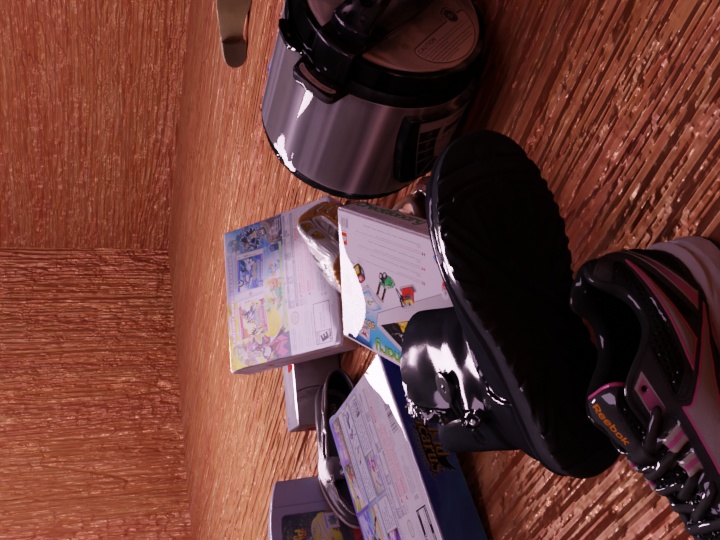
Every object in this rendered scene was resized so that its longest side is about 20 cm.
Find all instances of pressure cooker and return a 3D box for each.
[{"bbox_3d":[0.009,-0.180,0.638,0.201,0.177,0.177,117,150,-53],"label":"pressure cooker"}]

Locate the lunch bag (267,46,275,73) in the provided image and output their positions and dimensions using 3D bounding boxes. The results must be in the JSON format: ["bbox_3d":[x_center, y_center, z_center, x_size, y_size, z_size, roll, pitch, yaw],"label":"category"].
[{"bbox_3d":[-0.031,-0.227,0.906,0.151,0.093,0.202,-57,46,52],"label":"lunch bag"}]

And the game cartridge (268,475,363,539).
[{"bbox_3d":[-0.033,0.315,0.818,0.201,0.132,0.041,-113,22,-46],"label":"game cartridge"}]

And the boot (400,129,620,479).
[{"bbox_3d":[0.065,0.029,0.466,0.202,0.076,0.168,67,158,-3],"label":"boot"}]

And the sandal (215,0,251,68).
[{"bbox_3d":[-0.284,-0.558,1.622,0.070,0.077,0.214,-127,36,-51],"label":"sandal"}]

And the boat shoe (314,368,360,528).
[{"bbox_3d":[-0.020,0.204,0.882,0.201,0.066,0.057,-107,21,-47],"label":"boat shoe"}]

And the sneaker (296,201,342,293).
[{"bbox_3d":[0.000,0.000,0.847,0.200,0.075,0.088,53,170,45],"label":"sneaker"}]

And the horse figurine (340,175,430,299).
[{"bbox_3d":[0.051,-0.010,0.679,0.133,0.049,0.201,53,140,40],"label":"horse figurine"}]

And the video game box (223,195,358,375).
[{"bbox_3d":[-0.097,0.024,0.985,0.181,0.047,0.202,-15,70,26],"label":"video game box"}]

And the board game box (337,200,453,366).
[{"bbox_3d":[0.051,0.024,0.616,0.199,0.034,0.128,23,122,50],"label":"board game box"}]

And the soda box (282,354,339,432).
[{"bbox_3d":[-0.070,0.116,1.024,0.063,0.068,0.202,134,133,-63],"label":"soda box"}]

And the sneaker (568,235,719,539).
[{"bbox_3d":[0.153,0.078,0.361,0.081,0.085,0.202,115,148,-53],"label":"sneaker"}]

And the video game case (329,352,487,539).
[{"bbox_3d":[0.039,0.202,0.710,0.182,0.045,0.202,121,136,-54],"label":"video game case"}]
